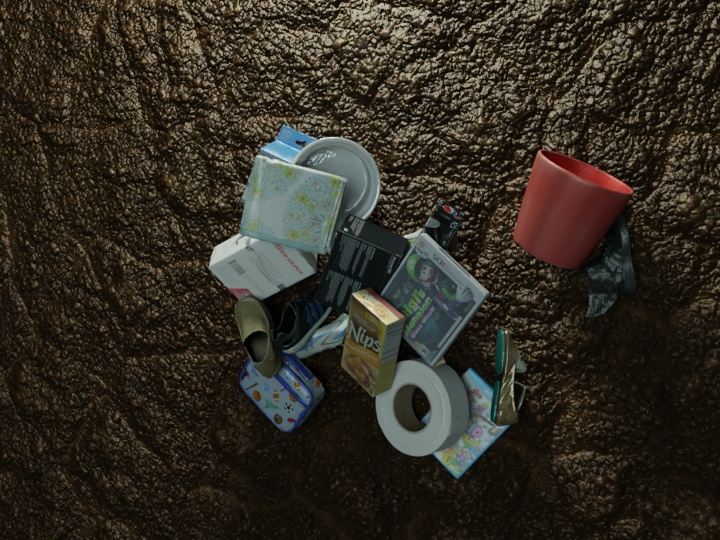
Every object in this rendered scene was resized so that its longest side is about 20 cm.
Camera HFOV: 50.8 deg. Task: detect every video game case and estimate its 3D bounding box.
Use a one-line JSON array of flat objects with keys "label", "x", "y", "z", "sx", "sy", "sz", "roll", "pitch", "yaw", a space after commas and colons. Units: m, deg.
[{"label": "video game case", "x": 0.135, "y": 0.059, "z": 1.506, "sx": 0.182, "sy": 0.023, "sz": 0.200, "roll": 45, "pitch": 121, "yaw": 22}, {"label": "video game case", "x": 0.223, "y": 0.327, "z": 1.625, "sx": 0.143, "sy": 0.018, "sz": 0.200, "roll": 44, "pitch": 106, "yaw": 15}]

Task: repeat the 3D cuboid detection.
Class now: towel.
[{"label": "towel", "x": -0.138, "y": -0.133, "z": 1.577, "sx": 0.199, "sy": 0.048, "sz": 0.172, "roll": 13, "pitch": 100, "yaw": -8}]

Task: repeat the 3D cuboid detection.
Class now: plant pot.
[{"label": "plant pot", "x": 0.394, "y": -0.113, "z": 1.461, "sx": 0.200, "sy": 0.200, "sz": 0.178, "roll": 30, "pitch": 112, "yaw": 18}]

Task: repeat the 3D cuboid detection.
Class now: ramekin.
[{"label": "ramekin", "x": -0.060, "y": -0.190, "z": 1.642, "sx": 0.200, "sy": 0.098, "sz": 0.201, "roll": -1, "pitch": 103, "yaw": -4}]

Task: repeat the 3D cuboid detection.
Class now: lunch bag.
[{"label": "lunch bag", "x": -0.183, "y": 0.256, "z": 1.730, "sx": 0.200, "sy": 0.076, "sz": 0.160, "roll": 43, "pitch": 124, "yaw": 15}]

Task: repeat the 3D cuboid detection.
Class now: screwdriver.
[{"label": "screwdriver", "x": 0.207, "y": 0.271, "z": 1.596, "sx": 0.200, "sy": 0.028, "sz": 0.029, "roll": 28, "pitch": 123, "yaw": 38}]

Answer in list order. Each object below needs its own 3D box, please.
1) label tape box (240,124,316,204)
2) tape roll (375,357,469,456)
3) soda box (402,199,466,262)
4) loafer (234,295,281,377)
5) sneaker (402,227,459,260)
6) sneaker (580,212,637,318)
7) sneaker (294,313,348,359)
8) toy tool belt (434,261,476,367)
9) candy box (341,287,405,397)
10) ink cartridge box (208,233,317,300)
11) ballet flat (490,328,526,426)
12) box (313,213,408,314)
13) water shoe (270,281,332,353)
[{"label": "label tape box", "x": -0.172, "y": -0.220, "z": 1.737, "sx": 0.144, "sy": 0.063, "sz": 0.200, "roll": 26, "pitch": 101, "yaw": 18}, {"label": "tape roll", "x": 0.129, "y": 0.286, "z": 1.599, "sx": 0.202, "sy": 0.071, "sz": 0.203, "roll": 0, "pitch": 89, "yaw": 41}, {"label": "soda box", "x": 0.138, "y": -0.041, "z": 1.553, "sx": 0.063, "sy": 0.071, "sz": 0.200, "roll": 30, "pitch": 116, "yaw": 1}, {"label": "loafer", "x": -0.228, "y": 0.137, "z": 1.674, "sx": 0.076, "sy": 0.067, "sz": 0.200, "roll": -28, "pitch": 65, "yaw": 1}, {"label": "sneaker", "x": 0.122, "y": -0.042, "z": 1.626, "sx": 0.200, "sy": 0.074, "sz": 0.081, "roll": -24, "pitch": 87, "yaw": 22}, {"label": "sneaker", "x": 0.481, "y": -0.012, "z": 1.491, "sx": 0.104, "sy": 0.060, "sz": 0.200, "roll": -9, "pitch": 92, "yaw": 17}, {"label": "sneaker", "x": -0.068, "y": 0.154, "z": 1.705, "sx": 0.200, "sy": 0.072, "sz": 0.073, "roll": -33, "pitch": 74, "yaw": 20}, {"label": "toy tool belt", "x": 0.189, "y": 0.093, "z": 1.568, "sx": 0.200, "sy": 0.125, "sz": 0.123, "roll": -50, "pitch": 55, "yaw": 9}, {"label": "candy box", "x": 0.023, "y": 0.149, "z": 1.571, "sx": 0.115, "sy": 0.055, "sz": 0.200, "roll": 40, "pitch": 136, "yaw": 36}, {"label": "ink cartridge box", "x": -0.217, "y": -0.025, "z": 1.715, "sx": 0.200, "sy": 0.085, "sz": 0.146, "roll": -25, "pitch": 125, "yaw": 21}, {"label": "ballet flat", "x": 0.309, "y": 0.221, "z": 1.566, "sx": 0.065, "sy": 0.071, "sz": 0.201, "roll": 6, "pitch": 86, "yaw": -3}, {"label": "box", "x": 0.000, "y": 0.000, "z": 1.611, "sx": 0.141, "sy": 0.079, "sz": 0.200, "roll": 25, "pitch": 127, "yaw": 4}, {"label": "water shoe", "x": -0.122, "y": 0.089, "z": 1.678, "sx": 0.071, "sy": 0.079, "sz": 0.200, "roll": 11, "pitch": 62, "yaw": 43}]
